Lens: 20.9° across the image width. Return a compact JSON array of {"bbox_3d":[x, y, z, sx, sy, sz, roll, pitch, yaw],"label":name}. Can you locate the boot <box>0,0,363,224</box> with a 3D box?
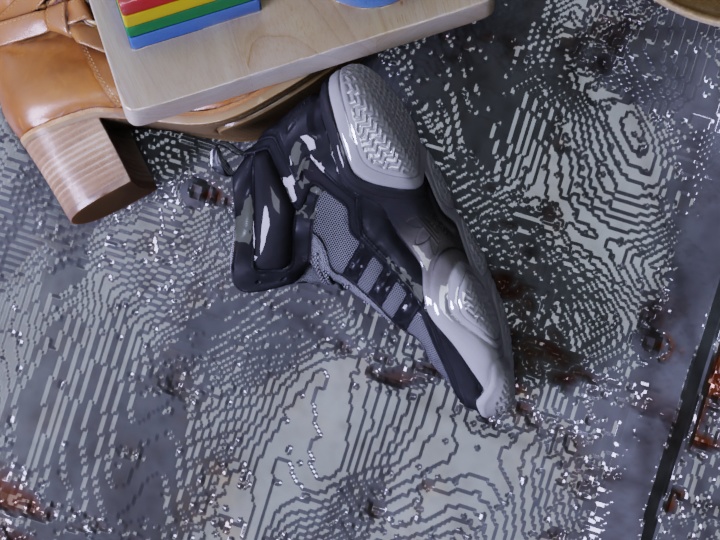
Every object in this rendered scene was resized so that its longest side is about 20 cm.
[{"bbox_3d":[-0.105,-0.135,1.035,0.199,0.074,0.155,-26,81,0],"label":"boot"}]

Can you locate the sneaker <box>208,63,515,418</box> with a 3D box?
[{"bbox_3d":[0.000,0.000,1.015,0.113,0.076,0.201,-23,105,15],"label":"sneaker"}]

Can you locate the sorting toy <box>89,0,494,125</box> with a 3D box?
[{"bbox_3d":[-0.055,-0.202,0.992,0.198,0.070,0.201,-18,70,-5],"label":"sorting toy"}]

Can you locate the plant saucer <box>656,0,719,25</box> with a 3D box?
[{"bbox_3d":[0.207,-0.224,1.021,0.199,0.035,0.201,0,88,4],"label":"plant saucer"}]
